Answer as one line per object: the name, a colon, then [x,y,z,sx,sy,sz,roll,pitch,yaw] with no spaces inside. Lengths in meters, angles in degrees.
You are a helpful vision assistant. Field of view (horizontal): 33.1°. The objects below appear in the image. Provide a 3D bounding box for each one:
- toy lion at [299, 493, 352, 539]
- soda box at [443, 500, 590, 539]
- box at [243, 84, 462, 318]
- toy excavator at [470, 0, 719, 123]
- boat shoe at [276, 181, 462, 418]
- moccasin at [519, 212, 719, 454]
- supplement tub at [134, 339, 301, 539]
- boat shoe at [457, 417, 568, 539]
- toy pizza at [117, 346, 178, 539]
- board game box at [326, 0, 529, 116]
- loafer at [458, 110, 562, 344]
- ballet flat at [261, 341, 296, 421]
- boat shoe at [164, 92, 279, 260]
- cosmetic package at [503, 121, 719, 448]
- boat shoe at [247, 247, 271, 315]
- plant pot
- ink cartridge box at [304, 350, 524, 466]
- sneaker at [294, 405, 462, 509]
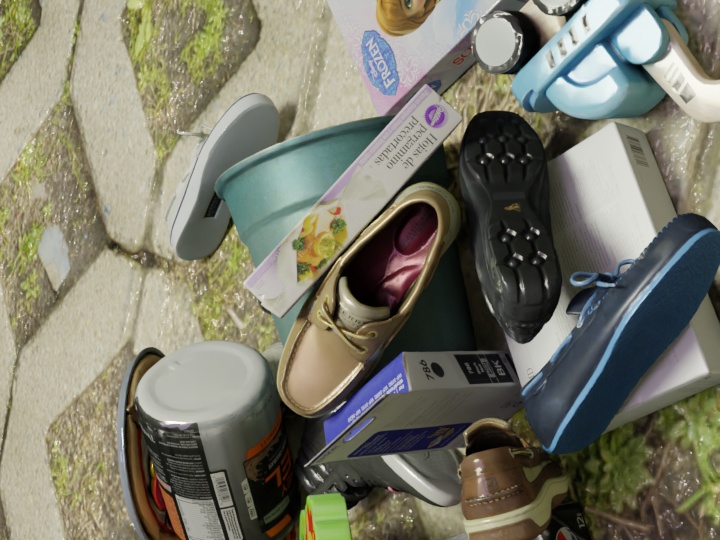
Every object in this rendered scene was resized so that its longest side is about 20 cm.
toy lion: [-0.026,0.256,0.959,0.200,0.068,0.192,-111,19,-67]
soda box: [0.089,0.244,0.960,0.200,0.063,0.071,-30,65,39]
box: [-0.006,-0.049,0.890,0.039,0.041,0.200,42,85,-2]
toy excavator: [0.209,-0.151,0.875,0.194,0.100,0.200,-44,70,35]
boat shoe: [-0.001,0.022,0.874,0.074,0.066,0.200,32,98,6]
moccasin: [0.165,0.037,0.826,0.200,0.080,0.068,-57,48,23]
supplement tub: [-0.121,0.173,1.087,0.122,0.122,0.200,27,138,43]
boat shoe: [0.106,0.140,0.869,0.075,0.202,0.075,-18,87,7]
toy pizza: [-0.185,0.173,1.171,0.032,0.200,0.201,-7,79,9]
board game box: [0.057,-0.266,1.059,0.199,0.041,0.200,-42,58,34]
loafer: [0.106,-0.037,0.888,0.071,0.068,0.201,93,175,-49]
ballet flat: [-0.098,0.117,1.153,0.200,0.072,0.072,-41,59,34]
boat shoe: [-0.150,-0.111,1.233,0.086,0.074,0.202,57,133,35]
cosmetic package: [0.174,0.014,0.908,0.151,0.052,0.201,-31,65,36]
boat shoe: [-0.072,0.006,1.135,0.066,0.070,0.200,-41,56,26]
plant pot: [0.000,0.000,0.994,0.200,0.200,0.197,-23,77,41]
ink cartridge box: [0.048,0.101,0.919,0.099,0.200,0.039,-44,61,31]
sneaker: [0.013,0.175,1.041,0.200,0.071,0.099,33,110,48]
